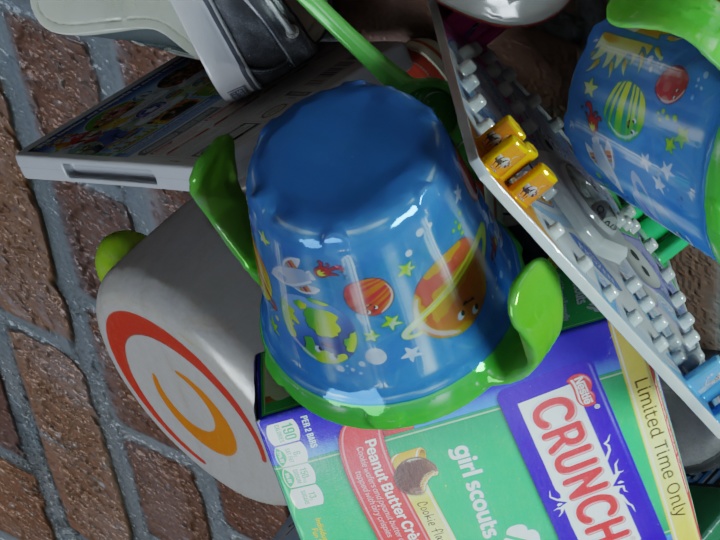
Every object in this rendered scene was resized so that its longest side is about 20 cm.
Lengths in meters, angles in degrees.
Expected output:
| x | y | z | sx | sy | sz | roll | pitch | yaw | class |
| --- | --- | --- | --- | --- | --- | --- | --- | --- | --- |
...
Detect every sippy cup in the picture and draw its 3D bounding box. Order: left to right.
| x | y | z | sx | sy | sz | roll | pitch | yaw | class |
| --- | --- | --- | --- | --- | --- | --- | --- | --- | --- |
| 0.005 | -0.015 | 1.435 | 0.177 | 0.140 | 0.131 | -9 | 141 | 9 | sippy cup |
| 0.171 | -0.069 | 1.396 | 0.130 | 0.139 | 0.179 | 26 | 128 | 41 | sippy cup |

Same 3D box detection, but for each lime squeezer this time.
| x | y | z | sx | sy | sz | roll | pitch | yaw | class |
| --- | --- | --- | --- | --- | --- | --- | --- | --- | --- |
| 0.046 | -0.085 | 1.502 | 0.038 | 0.071 | 0.200 | -29 | 142 | 34 | lime squeezer |

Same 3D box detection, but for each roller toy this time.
| x | y | z | sx | sy | sz | roll | pitch | yaw | class |
| --- | --- | --- | --- | --- | --- | --- | --- | --- | --- |
| -0.053 | 0.037 | 1.804 | 0.200 | 0.140 | 0.182 | 54 | 157 | -15 | roller toy |

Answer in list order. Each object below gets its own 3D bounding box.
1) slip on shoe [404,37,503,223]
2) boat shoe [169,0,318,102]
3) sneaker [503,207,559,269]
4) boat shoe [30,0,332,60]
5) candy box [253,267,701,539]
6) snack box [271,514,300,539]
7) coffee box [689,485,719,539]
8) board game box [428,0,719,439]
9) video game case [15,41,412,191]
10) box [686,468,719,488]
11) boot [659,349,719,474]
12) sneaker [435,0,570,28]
| x | y | z | sx | sy | sz | roll | pitch | yaw | class |
| --- | --- | --- | --- | --- | --- | --- | --- | --- | --- |
| 0.035 | -0.024 | 1.586 | 0.074 | 0.061 | 0.201 | -6 | 88 | 64 | slip on shoe |
| -0.087 | -0.190 | 1.563 | 0.201 | 0.068 | 0.072 | 62 | -174 | -5 | boat shoe |
| 0.093 | 0.003 | 1.644 | 0.082 | 0.074 | 0.200 | 9 | -174 | -28 | sneaker |
| -0.091 | -0.152 | 1.658 | 0.199 | 0.073 | 0.062 | 7 | -175 | 34 | boat shoe |
| 0.064 | 0.100 | 1.543 | 0.199 | 0.077 | 0.170 | -17 | 119 | 5 | candy box |
| 0.022 | 0.143 | 1.816 | 0.068 | 0.200 | 0.169 | 42 | 152 | -12 | snack box |
| 0.130 | 0.198 | 1.688 | 0.123 | 0.200 | 0.044 | -1 | 127 | 49 | coffee box |
| 0.113 | -0.036 | 1.469 | 0.200 | 0.026 | 0.200 | 46 | -164 | -25 | board game box |
| -0.082 | -0.086 | 1.620 | 0.200 | 0.143 | 0.018 | 7 | 125 | 54 | video game case |
| 0.253 | 0.195 | 1.799 | 0.200 | 0.050 | 0.199 | -2 | 135 | 50 | box |
| 0.119 | 0.068 | 1.670 | 0.131 | 0.070 | 0.200 | 17 | 163 | -32 | boot |
| 0.012 | -0.196 | 1.450 | 0.199 | 0.078 | 0.116 | 13 | 138 | 17 | sneaker |
